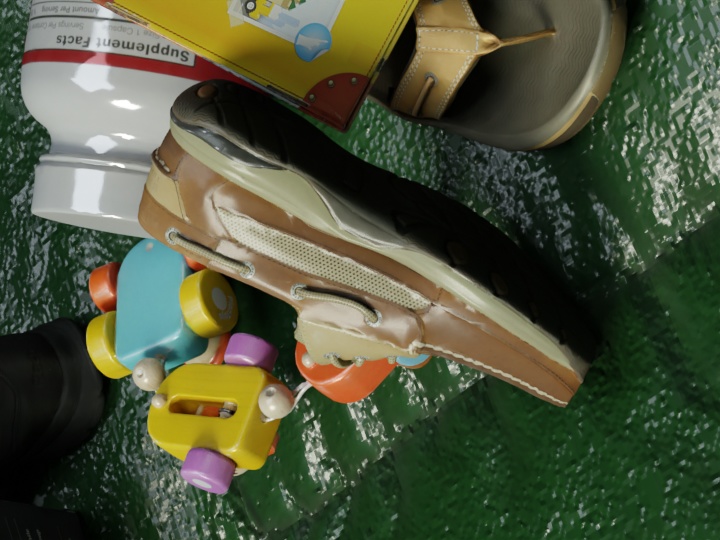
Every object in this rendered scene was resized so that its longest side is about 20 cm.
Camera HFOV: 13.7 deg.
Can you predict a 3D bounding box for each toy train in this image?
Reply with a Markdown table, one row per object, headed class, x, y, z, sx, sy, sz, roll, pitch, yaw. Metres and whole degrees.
| class | x | y | z | sx | sy | sz | roll | pitch | yaw |
| --- | --- | --- | --- | --- | --- | --- | --- | --- | --- |
| toy train | -0.039 | 0.023 | 1.334 | 0.150 | 0.056 | 0.200 | -51 | 42 | 1 |

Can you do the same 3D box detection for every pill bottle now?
| class | x | y | z | sx | sy | sz | roll | pitch | yaw |
| --- | --- | --- | --- | --- | --- | --- | --- | --- | --- |
| pill bottle | -0.090 | -0.118 | 1.325 | 0.112 | 0.112 | 0.201 | 5 | 85 | 45 |

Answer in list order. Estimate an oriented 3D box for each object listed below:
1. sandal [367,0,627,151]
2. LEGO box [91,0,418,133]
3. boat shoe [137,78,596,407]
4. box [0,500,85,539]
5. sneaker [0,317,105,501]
| class | x | y | z | sx | sy | sz | roll | pitch | yaw |
| --- | --- | --- | --- | --- | --- | --- | --- | --- | --- |
| sandal | 0.030 | -0.098 | 1.261 | 0.199 | 0.054 | 0.081 | 16 | 100 | 44 |
| LEGO box | -0.029 | -0.181 | 1.216 | 0.201 | 0.148 | 0.077 | -61 | 31 | 6 |
| boat shoe | 0.000 | 0.000 | 1.218 | 0.199 | 0.076 | 0.074 | 31 | 110 | -3 |
| box | -0.189 | 0.210 | 1.368 | 0.104 | 0.182 | 0.201 | -27 | 68 | 19 |
| sneaker | -0.209 | 0.096 | 1.471 | 0.076 | 0.090 | 0.200 | 55 | 126 | 28 |
